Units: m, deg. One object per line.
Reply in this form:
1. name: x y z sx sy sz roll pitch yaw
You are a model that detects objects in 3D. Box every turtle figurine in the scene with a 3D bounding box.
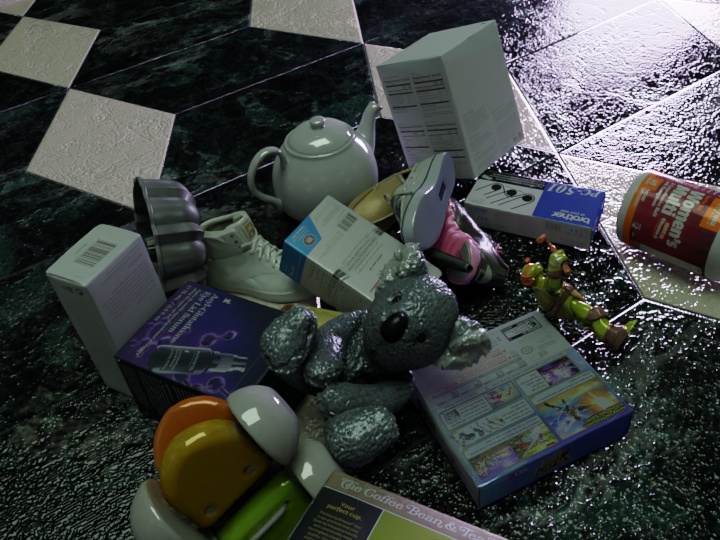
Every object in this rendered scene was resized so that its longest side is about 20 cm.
1. turtle figurine: 0.254 0.035 0.832 0.160 0.200 0.065 37 81 20

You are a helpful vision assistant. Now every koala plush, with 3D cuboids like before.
1. koala plush: 0.028 0.080 0.743 0.200 0.184 0.178 -43 72 5

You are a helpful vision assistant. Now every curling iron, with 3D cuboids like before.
1. curling iron: 0.096 -0.021 0.957 0.049 0.026 0.199 19 6 -30

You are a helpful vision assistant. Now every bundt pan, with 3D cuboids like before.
1. bundt pan: -0.267 -0.035 0.967 0.074 0.206 0.203 -10 38 -24

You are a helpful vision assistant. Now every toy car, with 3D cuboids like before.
1. toy car: -0.124 0.205 0.673 0.175 0.201 0.150 -43 30 -9

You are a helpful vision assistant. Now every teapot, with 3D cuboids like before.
1. teapot: -0.067 -0.183 1.131 0.192 0.148 0.202 2 42 13

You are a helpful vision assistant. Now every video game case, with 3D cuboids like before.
1. video game case: 0.174 0.149 0.784 0.196 0.046 0.182 -21 40 -13

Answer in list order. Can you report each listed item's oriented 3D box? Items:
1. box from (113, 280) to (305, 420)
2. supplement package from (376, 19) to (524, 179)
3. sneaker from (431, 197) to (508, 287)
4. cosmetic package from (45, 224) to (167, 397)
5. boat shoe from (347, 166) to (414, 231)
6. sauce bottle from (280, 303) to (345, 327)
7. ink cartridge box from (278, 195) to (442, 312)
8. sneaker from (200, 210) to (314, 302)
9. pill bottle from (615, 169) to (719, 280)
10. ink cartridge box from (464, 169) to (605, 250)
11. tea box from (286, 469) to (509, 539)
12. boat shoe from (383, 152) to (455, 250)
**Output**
1. box: -0.171 0.118 0.837 0.196 0.106 0.149 14 44 24
2. supplement package: 0.152 -0.279 1.133 0.151 0.203 0.149 -38 29 -31
3. sneaker: 0.159 -0.040 0.999 0.093 0.080 0.202 12 33 -18
4. cosmetic package: -0.299 0.055 0.855 0.073 0.203 0.102 14 44 24
5. boat shoe: 0.053 -0.123 1.079 0.199 0.076 0.072 -38 83 -29
6. sauce bottle: -0.014 0.089 0.875 0.195 0.067 0.067 11 44 18
7. ink cartridge box: 0.000 0.000 0.941 0.198 0.068 0.116 34 52 10
8. sneaker: -0.145 -0.024 0.986 0.195 0.118 0.074 4 39 13
9. pill bottle: 0.458 -0.054 0.918 0.109 0.111 0.198 -36 47 -29
10. ink cartridge box: 0.267 -0.097 1.051 0.196 0.045 0.095 15 47 25
11. tea box: 0.020 0.299 0.535 0.196 0.137 0.197 15 32 21
12. boat shoe: 0.073 -0.098 0.975 0.084 0.075 0.204 -8 39 29
